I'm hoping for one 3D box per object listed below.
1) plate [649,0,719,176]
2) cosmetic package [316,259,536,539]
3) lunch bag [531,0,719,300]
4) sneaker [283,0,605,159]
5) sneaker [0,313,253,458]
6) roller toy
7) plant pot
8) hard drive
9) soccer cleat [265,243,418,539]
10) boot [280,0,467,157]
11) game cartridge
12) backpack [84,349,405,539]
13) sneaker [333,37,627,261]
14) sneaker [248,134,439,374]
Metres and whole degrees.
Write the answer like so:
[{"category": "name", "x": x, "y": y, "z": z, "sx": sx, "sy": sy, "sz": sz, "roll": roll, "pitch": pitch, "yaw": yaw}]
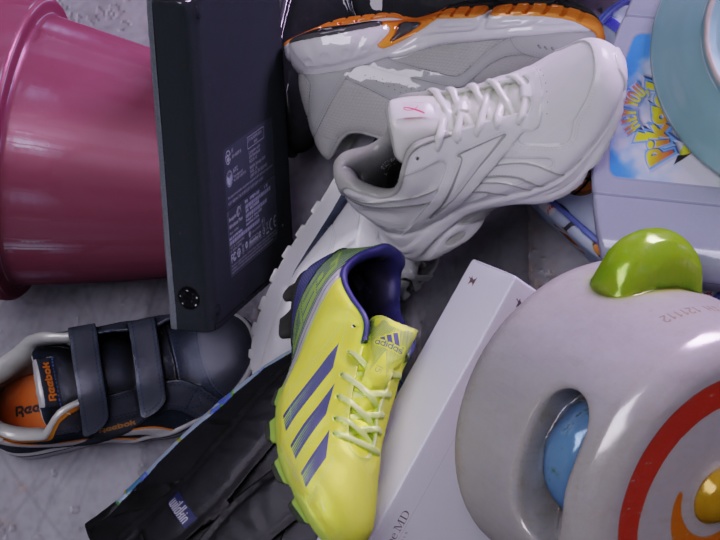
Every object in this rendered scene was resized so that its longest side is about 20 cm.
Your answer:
[{"category": "plate", "x": 0.265, "y": -0.133, "z": 1.289, "sx": 0.199, "sy": 0.026, "sz": 0.202, "roll": -5, "pitch": 65, "yaw": 10}, {"category": "cosmetic package", "x": 0.079, "y": 0.118, "z": 1.311, "sx": 0.052, "sy": 0.150, "sz": 0.201, "roll": 22, "pitch": 82, "yaw": 57}, {"category": "lunch bag", "x": 0.189, "y": -0.070, "z": 1.370, "sx": 0.160, "sy": 0.076, "sz": 0.200, "roll": -45, "pitch": 66, "yaw": -1}, {"category": "sneaker", "x": 0.056, "y": -0.116, "z": 1.382, "sx": 0.198, "sy": 0.076, "sz": 0.093, "roll": -5, "pitch": 104, "yaw": 19}, {"category": "sneaker", "x": -0.163, "y": 0.073, "z": 1.455, "sx": 0.199, "sy": 0.079, "sz": 0.079, "roll": -19, "pitch": 68, "yaw": 12}, {"category": "roller toy", "x": 0.158, "y": 0.100, "z": 1.231, "sx": 0.182, "sy": 0.200, "sz": 0.140, "roll": -43, "pitch": 40, "yaw": -14}, {"category": "plant pot", "x": -0.174, "y": -0.072, "z": 1.449, "sx": 0.178, "sy": 0.200, "sz": 0.202, "roll": 8, "pitch": 77, "yaw": 6}, {"category": "hard drive", "x": -0.082, "y": -0.081, "z": 1.358, "sx": 0.033, "sy": 0.140, "sz": 0.202, "roll": 5, "pitch": 110, "yaw": 19}, {"category": "soccer cleat", "x": -0.004, "y": 0.065, "z": 1.270, "sx": 0.083, "sy": 0.065, "sz": 0.201, "roll": -27, "pitch": 42, "yaw": 27}, {"category": "boot", "x": 0.039, "y": -0.156, "z": 1.451, "sx": 0.198, "sy": 0.066, "sz": 0.166, "roll": -3, "pitch": 66, "yaw": 16}, {"category": "game cartridge", "x": 0.204, "y": -0.086, "z": 1.314, "sx": 0.132, "sy": 0.041, "sz": 0.201, "roll": 4, "pitch": 68, "yaw": 18}, {"category": "backpack", "x": -0.041, "y": 0.138, "z": 1.366, "sx": 0.163, "sy": 0.153, "sz": 0.201, "roll": 42, "pitch": 105, "yaw": 33}, {"category": "sneaker", "x": 0.065, "y": -0.078, "z": 1.311, "sx": 0.200, "sy": 0.099, "sz": 0.078, "roll": -35, "pitch": 45, "yaw": 30}, {"category": "sneaker", "x": 0.000, "y": 0.000, "z": 1.422, "sx": 0.080, "sy": 0.076, "sz": 0.201, "roll": 28, "pitch": 86, "yaw": 16}]
